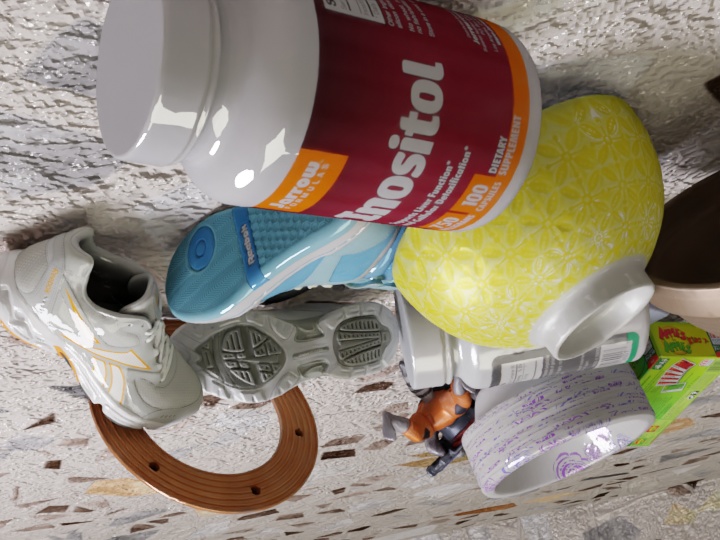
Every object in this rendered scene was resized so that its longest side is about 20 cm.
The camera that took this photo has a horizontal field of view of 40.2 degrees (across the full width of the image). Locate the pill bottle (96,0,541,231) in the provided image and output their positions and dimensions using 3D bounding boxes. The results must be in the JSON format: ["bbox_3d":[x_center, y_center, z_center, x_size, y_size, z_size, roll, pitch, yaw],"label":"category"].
[{"bbox_3d":[-0.018,-0.083,0.476,0.198,0.114,0.113,4,154,-33],"label":"pill bottle"}]

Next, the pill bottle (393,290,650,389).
[{"bbox_3d":[0.133,0.037,0.839,0.198,0.114,0.113,-9,158,-3],"label":"pill bottle"}]

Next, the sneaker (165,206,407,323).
[{"bbox_3d":[-0.036,-0.006,0.703,0.199,0.080,0.130,-25,153,33],"label":"sneaker"}]

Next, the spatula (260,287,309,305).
[{"bbox_3d":[0.000,0.000,0.802,0.198,0.021,0.056,-14,167,23],"label":"spatula"}]

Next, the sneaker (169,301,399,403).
[{"bbox_3d":[-0.072,0.066,0.851,0.198,0.079,0.099,-2,-178,-21],"label":"sneaker"}]

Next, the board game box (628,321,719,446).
[{"bbox_3d":[0.335,0.137,1.149,0.101,0.048,0.201,3,141,-18],"label":"board game box"}]

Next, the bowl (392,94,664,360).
[{"bbox_3d":[0.132,-0.006,0.658,0.199,0.108,0.201,-27,155,-14],"label":"bowl"}]

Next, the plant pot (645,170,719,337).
[{"bbox_3d":[0.299,-0.006,0.692,0.199,0.093,0.201,-26,-163,9],"label":"plant pot"}]

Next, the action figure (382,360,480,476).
[{"bbox_3d":[0.117,0.144,1.168,0.200,0.105,0.193,-45,159,4],"label":"action figure"}]

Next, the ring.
[{"bbox_3d":[-0.127,0.117,0.807,0.199,0.201,0.019,5,131,-34],"label":"ring"}]

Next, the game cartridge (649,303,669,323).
[{"bbox_3d":[0.216,0.046,1.006,0.198,0.041,0.133,4,150,-33],"label":"game cartridge"}]

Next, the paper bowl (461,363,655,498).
[{"bbox_3d":[0.203,0.155,1.053,0.199,0.105,0.201,-18,153,-9],"label":"paper bowl"}]

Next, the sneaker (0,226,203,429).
[{"bbox_3d":[-0.167,0.046,0.708,0.091,0.076,0.200,-23,135,22],"label":"sneaker"}]
